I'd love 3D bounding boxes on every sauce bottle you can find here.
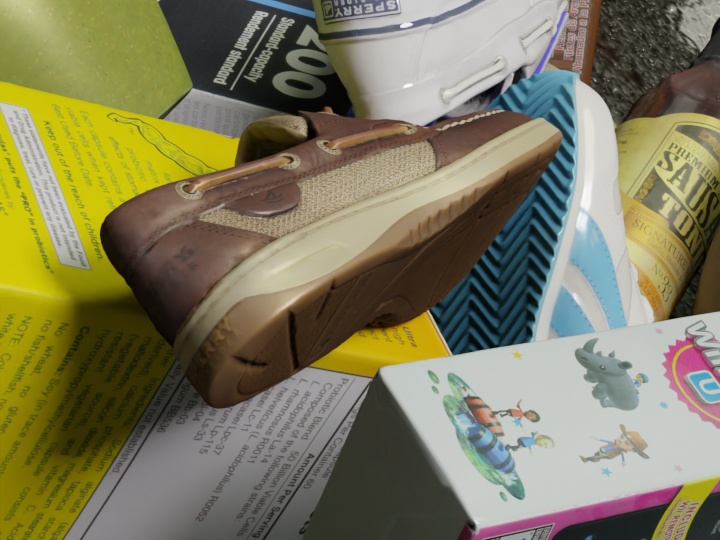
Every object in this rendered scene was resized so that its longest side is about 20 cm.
[{"bbox_3d":[0.130,-0.039,1.091,0.066,0.066,0.200,34,59,0],"label":"sauce bottle"}]

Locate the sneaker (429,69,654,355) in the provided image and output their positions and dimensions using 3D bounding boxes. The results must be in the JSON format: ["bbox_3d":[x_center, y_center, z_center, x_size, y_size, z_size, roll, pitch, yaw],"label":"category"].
[{"bbox_3d":[0.073,0.029,0.930,0.081,0.076,0.201,6,83,-40],"label":"sneaker"}]

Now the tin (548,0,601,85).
[{"bbox_3d":[0.092,-0.148,1.174,0.042,0.200,0.112,7,44,4],"label":"tin"}]

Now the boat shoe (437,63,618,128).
[{"bbox_3d":[0.041,-0.071,1.143,0.200,0.075,0.068,41,53,5],"label":"boat shoe"}]

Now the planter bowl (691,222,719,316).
[{"bbox_3d":[0.214,0.051,1.057,0.200,0.135,0.201,25,29,-15],"label":"planter bowl"}]

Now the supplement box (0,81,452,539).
[{"bbox_3d":[-0.090,0.020,0.816,0.199,0.109,0.110,12,35,-35],"label":"supplement box"}]

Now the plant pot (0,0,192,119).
[{"bbox_3d":[-0.158,-0.106,0.893,0.200,0.187,0.187,46,28,-5],"label":"plant pot"}]

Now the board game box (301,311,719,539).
[{"bbox_3d":[0.076,0.089,0.801,0.199,0.148,0.064,-10,48,-35],"label":"board game box"}]

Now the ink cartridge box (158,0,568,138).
[{"bbox_3d":[-0.026,-0.100,1.036,0.199,0.044,0.198,17,37,7],"label":"ink cartridge box"}]

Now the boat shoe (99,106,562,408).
[{"bbox_3d":[-0.007,-0.023,0.783,0.072,0.072,0.200,43,36,13],"label":"boat shoe"}]

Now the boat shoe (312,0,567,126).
[{"bbox_3d":[0.037,-0.090,0.980,0.200,0.073,0.066,-26,108,-60],"label":"boat shoe"}]
